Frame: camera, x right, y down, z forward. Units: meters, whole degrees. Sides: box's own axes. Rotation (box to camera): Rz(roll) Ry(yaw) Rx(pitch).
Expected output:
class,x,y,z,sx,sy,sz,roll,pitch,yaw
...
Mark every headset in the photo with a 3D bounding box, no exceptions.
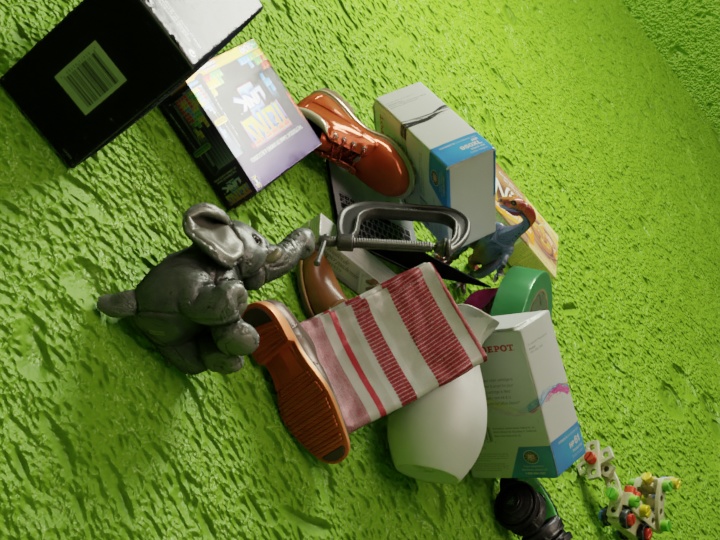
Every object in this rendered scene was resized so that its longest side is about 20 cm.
class,x,y,z,sx,sy,sz,roll,pitch,yaw
headset,0.244,0.335,1.580,0.124,0.093,0.201,49,21,-18

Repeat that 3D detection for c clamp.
class,x,y,z,sx,sy,sz,roll,pitch,yaw
c clamp,0.042,-0.041,1.468,0.172,0.196,0.027,-90,-179,-61

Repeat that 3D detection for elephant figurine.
class,x,y,z,sx,sy,sz,roll,pitch,yaw
elephant figurine,-0.152,0.000,1.233,0.156,0.140,0.202,56,34,-37

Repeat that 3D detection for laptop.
class,x,y,z,sx,sy,sz,roll,pitch,yaw
laptop,0.065,-0.065,1.622,0.186,0.115,0.203,25,45,-46

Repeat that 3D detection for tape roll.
class,x,y,z,sx,sy,sz,roll,pitch,yaw
tape roll,0.227,0.097,1.691,0.200,0.047,0.204,10,90,-69

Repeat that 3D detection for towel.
class,x,y,z,sx,sy,sz,roll,pitch,yaw
towel,0.034,0.088,1.389,0.145,0.198,0.023,60,-15,18

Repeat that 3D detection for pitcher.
class,x,y,z,sx,sy,sz,roll,pitch,yaw
pitcher,0.086,0.157,1.463,0.120,0.171,0.203,26,65,-29

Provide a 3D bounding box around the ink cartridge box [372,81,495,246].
class,x,y,z,sx,sy,sz,roll,pitch,yaw
ink cartridge box,0.103,-0.148,1.642,0.200,0.083,0.146,50,-25,43

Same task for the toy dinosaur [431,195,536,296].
class,x,y,z,sx,sy,sz,roll,pitch,yaw
toy dinosaur,0.191,-0.051,1.731,0.106,0.181,0.200,54,27,-1

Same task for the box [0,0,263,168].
class,x,y,z,sx,sy,sz,roll,pitch,yaw
box,-0.233,-0.238,1.233,0.124,0.199,0.199,51,32,-14

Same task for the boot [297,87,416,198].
class,x,y,z,sx,sy,sz,roll,pitch,yaw
boot,-0.016,-0.161,1.594,0.199,0.075,0.107,40,29,9

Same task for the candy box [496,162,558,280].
class,x,y,z,sx,sy,sz,roll,pitch,yaw
candy box,0.255,-0.078,1.978,0.200,0.055,0.116,46,34,-23

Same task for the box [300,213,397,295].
class,x,y,z,sx,sy,sz,roll,pitch,yaw
box,0.000,0.000,1.545,0.199,0.038,0.042,38,36,-34

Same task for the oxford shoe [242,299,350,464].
class,x,y,z,sx,sy,sz,roll,pitch,yaw
oxford shoe,-0.060,0.120,1.327,0.202,0.071,0.073,63,25,4

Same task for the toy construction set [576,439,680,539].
class,x,y,z,sx,sy,sz,roll,pitch,yaw
toy construction set,0.421,0.348,1.837,0.199,0.092,0.133,32,64,-28

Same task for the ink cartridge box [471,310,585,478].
class,x,y,z,sx,sy,sz,roll,pitch,yaw
ink cartridge box,0.196,0.162,1.544,0.084,0.143,0.203,-25,102,-46

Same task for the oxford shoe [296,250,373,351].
class,x,y,z,sx,sy,sz,roll,pitch,yaw
oxford shoe,-0.016,0.058,1.443,0.071,0.071,0.202,-8,71,-56

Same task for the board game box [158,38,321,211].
class,x,y,z,sx,sy,sz,roll,pitch,yaw
board game box,-0.147,-0.186,1.463,0.166,0.056,0.200,55,31,-7

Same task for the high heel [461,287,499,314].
class,x,y,z,sx,sy,sz,roll,pitch,yaw
high heel,0.162,0.107,1.643,0.067,0.095,0.201,46,33,-22
